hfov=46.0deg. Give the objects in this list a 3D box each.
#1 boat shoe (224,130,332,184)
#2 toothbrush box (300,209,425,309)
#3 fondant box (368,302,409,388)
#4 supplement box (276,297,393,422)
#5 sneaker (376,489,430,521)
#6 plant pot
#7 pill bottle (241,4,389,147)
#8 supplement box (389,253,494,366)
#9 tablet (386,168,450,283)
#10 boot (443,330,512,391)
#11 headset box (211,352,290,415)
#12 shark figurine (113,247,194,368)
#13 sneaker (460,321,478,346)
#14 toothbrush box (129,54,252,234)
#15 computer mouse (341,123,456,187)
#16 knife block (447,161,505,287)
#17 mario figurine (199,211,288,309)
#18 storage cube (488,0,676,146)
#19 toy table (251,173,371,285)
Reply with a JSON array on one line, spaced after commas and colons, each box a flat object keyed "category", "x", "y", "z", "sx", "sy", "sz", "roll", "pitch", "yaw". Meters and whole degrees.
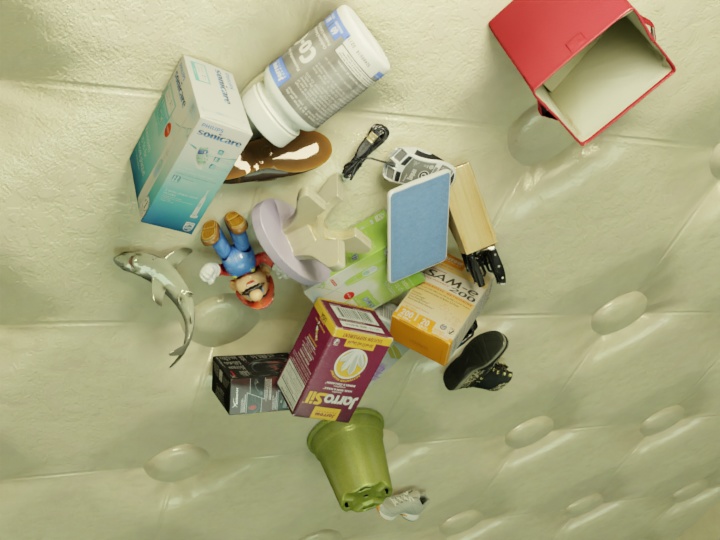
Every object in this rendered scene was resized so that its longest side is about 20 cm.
[{"category": "boat shoe", "x": -0.146, "y": -0.178, "z": 1.334, "sx": 0.198, "sy": 0.071, "sz": 0.070, "roll": -8, "pitch": 177, "yaw": -12}, {"category": "toothbrush box", "x": 0.000, "y": 0.000, "z": 1.580, "sx": 0.199, "sy": 0.087, "sz": 0.146, "roll": -28, "pitch": 140, "yaw": 9}, {"category": "fondant box", "x": 0.012, "y": 0.145, "z": 1.728, "sx": 0.143, "sy": 0.059, "sz": 0.200, "roll": 25, "pitch": 130, "yaw": -21}, {"category": "supplement box", "x": -0.050, "y": 0.167, "z": 1.563, "sx": 0.130, "sy": 0.103, "sz": 0.201, "roll": 12, "pitch": 116, "yaw": -33}, {"category": "sneaker", "x": 0.118, "y": 0.649, "z": 2.390, "sx": 0.199, "sy": 0.076, "sz": 0.092, "roll": 19, "pitch": 119, "yaw": -48}, {"category": "plant pot", "x": -0.011, "y": 0.463, "z": 2.020, "sx": 0.198, "sy": 0.185, "sz": 0.201, "roll": -12, "pitch": 140, "yaw": -10}, {"category": "pill bottle", "x": -0.066, "y": -0.273, "z": 1.216, "sx": 0.199, "sy": 0.114, "sz": 0.114, "roll": -35, "pitch": 139, "yaw": 15}, {"category": "supplement box", "x": 0.156, "y": 0.068, "z": 1.618, "sx": 0.200, "sy": 0.125, "sz": 0.074, "roll": -52, "pitch": 158, "yaw": -37}, {"category": "tablet", "x": 0.100, "y": -0.075, "z": 1.485, "sx": 0.129, "sy": 0.014, "sz": 0.201, "roll": -23, "pitch": 134, "yaw": -23}, {"category": "boot", "x": 0.305, "y": 0.215, "z": 1.976, "sx": 0.153, "sy": 0.074, "sz": 0.204, "roll": 11, "pitch": 135, "yaw": -38}, {"category": "headset box", "x": -0.182, "y": 0.221, "z": 1.686, "sx": 0.198, "sy": 0.148, "sz": 0.076, "roll": -1, "pitch": 103, "yaw": -24}, {"category": "shark figurine", "x": -0.331, "y": 0.048, "z": 1.472, "sx": 0.128, "sy": 0.216, "sz": 0.089, "roll": -32, "pitch": -169, "yaw": -33}, {"category": "sneaker", "x": 0.148, "y": 0.120, "z": 1.761, "sx": 0.198, "sy": 0.112, "sz": 0.073, "roll": -16, "pitch": 140, "yaw": -7}, {"category": "toothbrush box", "x": -0.248, "y": -0.178, "z": 1.216, "sx": 0.085, "sy": 0.147, "sz": 0.200, "roll": 14, "pitch": 130, "yaw": -36}, {"category": "computer mouse", "x": 0.073, "y": -0.180, "z": 1.445, "sx": 0.198, "sy": 0.044, "sz": 0.110, "roll": 15, "pitch": 123, "yaw": -30}, {"category": "knife block", "x": 0.205, "y": -0.069, "z": 1.523, "sx": 0.063, "sy": 0.177, "sz": 0.201, "roll": -21, "pitch": 141, "yaw": -2}, {"category": "mario figurine", "x": -0.198, "y": 0.000, "z": 1.468, "sx": 0.122, "sy": 0.107, "sz": 0.201, "roll": 3, "pitch": 140, "yaw": 26}, {"category": "storage cube", "x": 0.328, "y": -0.336, "z": 1.276, "sx": 0.200, "sy": 0.181, "sz": 0.170, "roll": -39, "pitch": 138, "yaw": 21}, {"category": "toy table", "x": -0.076, "y": -0.065, "z": 1.419, "sx": 0.116, "sy": 0.186, "sz": 0.199, "roll": -22, "pitch": 153, "yaw": 27}]
